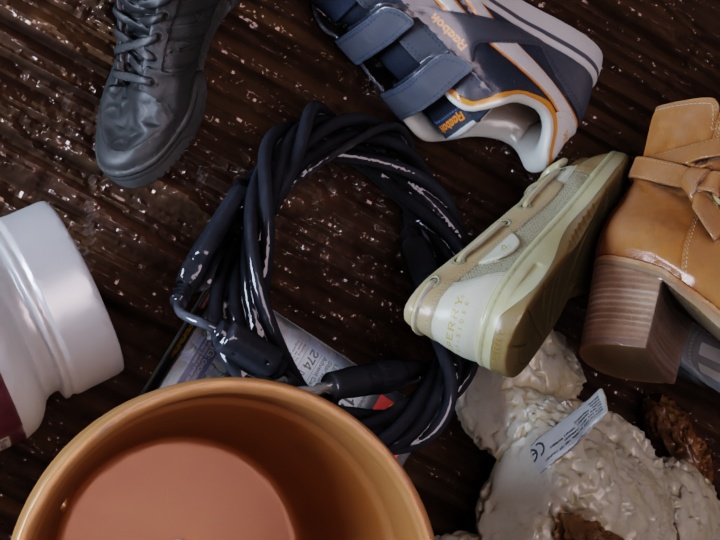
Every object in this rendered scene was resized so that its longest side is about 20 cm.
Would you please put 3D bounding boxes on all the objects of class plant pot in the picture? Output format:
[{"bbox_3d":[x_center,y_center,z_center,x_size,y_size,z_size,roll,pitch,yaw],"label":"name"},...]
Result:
[{"bbox_3d":[-0.076,0.147,0.925,0.199,0.140,0.201,0,91,-15],"label":"plant pot"}]

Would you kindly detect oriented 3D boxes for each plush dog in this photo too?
[{"bbox_3d":[0.134,0.143,1.051,0.171,0.160,0.201,20,86,-41],"label":"plush dog"}]

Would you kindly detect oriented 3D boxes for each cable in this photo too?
[{"bbox_3d":[0.000,0.000,1.012,0.163,0.051,0.200,36,50,-7],"label":"cable"}]

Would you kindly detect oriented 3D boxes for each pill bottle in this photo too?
[{"bbox_3d":[-0.225,0.050,0.955,0.199,0.114,0.115,-26,96,-14],"label":"pill bottle"}]

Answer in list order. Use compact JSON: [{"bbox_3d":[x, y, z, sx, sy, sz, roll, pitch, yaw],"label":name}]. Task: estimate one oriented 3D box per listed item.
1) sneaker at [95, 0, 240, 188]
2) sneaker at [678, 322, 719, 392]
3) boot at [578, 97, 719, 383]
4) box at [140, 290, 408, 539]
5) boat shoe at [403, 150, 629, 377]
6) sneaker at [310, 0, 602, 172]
[{"bbox_3d":[-0.106,-0.151,0.995,0.104,0.060,0.200,41,69,-55],"label":"sneaker"},{"bbox_3d":[0.236,0.044,1.105,0.200,0.115,0.075,15,98,-50],"label":"sneaker"},{"bbox_3d":[0.215,-0.014,0.983,0.199,0.074,0.155,9,66,25],"label":"boot"},{"bbox_3d":[-0.071,0.124,1.027,0.137,0.040,0.200,33,81,-14],"label":"box"},{"bbox_3d":[0.090,-0.014,1.033,0.063,0.201,0.073,19,128,18],"label":"boat shoe"},{"bbox_3d":[0.037,-0.122,1.044,0.199,0.078,0.080,25,71,-15],"label":"sneaker"}]
